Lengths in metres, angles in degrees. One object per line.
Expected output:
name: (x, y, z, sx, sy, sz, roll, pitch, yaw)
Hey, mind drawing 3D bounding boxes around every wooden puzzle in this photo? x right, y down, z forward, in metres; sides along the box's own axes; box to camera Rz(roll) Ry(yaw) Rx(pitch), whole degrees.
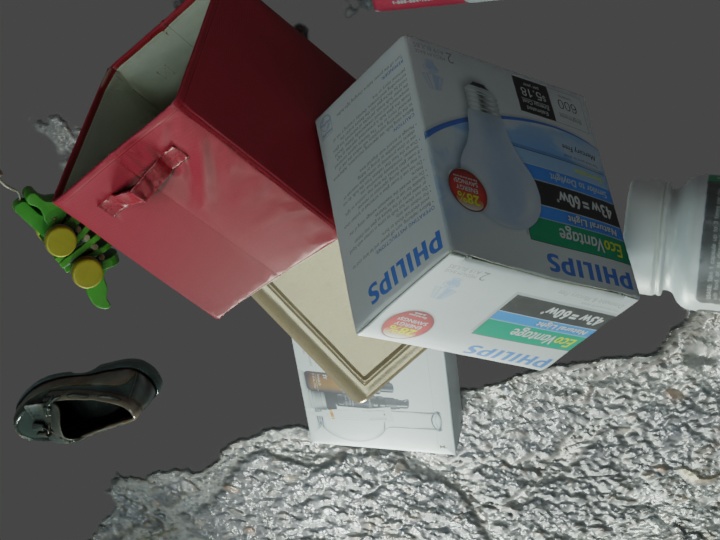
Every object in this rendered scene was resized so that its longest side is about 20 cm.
wooden puzzle: (0.000, 0.000, 1.494, 0.185, 0.037, 0.200, 46, 119, -4)

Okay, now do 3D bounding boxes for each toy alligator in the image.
toy alligator: (-0.284, -0.048, 1.571, 0.054, 0.059, 0.200, -39, 118, -6)

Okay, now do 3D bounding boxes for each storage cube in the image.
storage cube: (-0.117, -0.099, 1.371, 0.180, 0.200, 0.171, 37, 131, -25)

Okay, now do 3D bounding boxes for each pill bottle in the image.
pill bottle: (0.317, -0.019, 1.361, 0.199, 0.113, 0.113, 6, 133, 12)

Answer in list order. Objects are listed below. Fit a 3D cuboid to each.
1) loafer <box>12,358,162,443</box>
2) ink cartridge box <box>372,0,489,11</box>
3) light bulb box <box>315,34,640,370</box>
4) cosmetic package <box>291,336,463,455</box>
loafer: (-0.297, 0.146, 1.742, 0.199, 0.063, 0.072, -21, 122, 32)
ink cartridge box: (0.061, -0.298, 1.207, 0.147, 0.086, 0.200, -2, 132, 20)
light bulb box: (0.089, -0.048, 1.302, 0.198, 0.201, 0.125, 12, 142, -35)
cosmetic package: (0.016, 0.088, 1.600, 0.150, 0.052, 0.201, 2, 131, 13)
